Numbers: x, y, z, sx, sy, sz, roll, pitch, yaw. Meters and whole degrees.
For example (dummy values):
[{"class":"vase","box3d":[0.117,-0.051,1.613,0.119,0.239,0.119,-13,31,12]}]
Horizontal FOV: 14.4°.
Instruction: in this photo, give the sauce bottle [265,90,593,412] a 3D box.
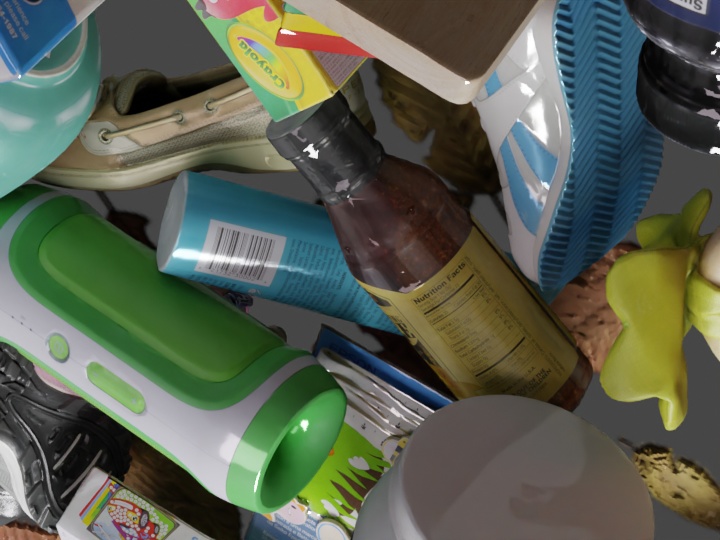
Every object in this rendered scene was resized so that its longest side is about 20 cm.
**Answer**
[{"class":"sauce bottle","box3d":[0.031,-0.005,1.353,0.066,0.066,0.200,-22,116,42]}]

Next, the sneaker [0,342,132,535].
[{"class":"sneaker","box3d":[-0.194,0.074,1.553,0.079,0.074,0.200,31,166,43]}]

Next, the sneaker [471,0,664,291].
[{"class":"sneaker","box3d":[0.088,-0.078,1.314,0.081,0.076,0.201,37,146,36]}]

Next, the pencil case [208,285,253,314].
[{"class":"pencil case","box3d":[-0.158,0.007,1.526,0.199,0.083,0.087,26,127,14]}]

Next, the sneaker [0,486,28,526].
[{"class":"sneaker","box3d":[-0.266,0.081,1.657,0.199,0.077,0.112,21,124,8]}]

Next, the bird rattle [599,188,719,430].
[{"class":"bird rattle","box3d":[0.210,-0.001,1.298,0.200,0.113,0.163,-35,114,32]}]

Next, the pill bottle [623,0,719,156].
[{"class":"pill bottle","box3d":[0.164,-0.152,1.161,0.111,0.112,0.201,18,129,20]}]

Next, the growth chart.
[{"class":"growth chart","box3d":[0.013,0.110,1.454,0.199,0.018,0.145,27,134,14]}]

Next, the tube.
[{"class":"tube","box3d":[0.000,0.000,1.406,0.199,0.051,0.078,15,142,-14]}]

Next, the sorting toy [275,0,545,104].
[{"class":"sorting toy","box3d":[0.004,-0.173,1.198,0.198,0.200,0.070,31,146,7]}]

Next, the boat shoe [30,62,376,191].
[{"class":"boat shoe","box3d":[-0.088,-0.083,1.420,0.199,0.073,0.064,-1,115,31]}]

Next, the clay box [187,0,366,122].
[{"class":"clay box","box3d":[-0.055,-0.182,1.283,0.047,0.115,0.200,-22,110,44]}]

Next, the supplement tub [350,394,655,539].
[{"class":"supplement tub","box3d":[0.053,0.171,1.361,0.140,0.140,0.201,29,135,10]}]

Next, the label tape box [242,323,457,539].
[{"class":"label tape box","box3d":[0.028,0.113,1.503,0.144,0.063,0.201,30,133,9]}]

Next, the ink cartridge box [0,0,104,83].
[{"class":"ink cartridge box","box3d":[-0.158,-0.193,1.281,0.084,0.200,0.147,-9,119,40]}]

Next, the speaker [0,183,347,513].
[{"class":"speaker","box3d":[-0.105,0.037,1.412,0.199,0.088,0.089,33,137,21]}]

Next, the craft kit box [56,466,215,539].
[{"class":"craft kit box","box3d":[-0.070,0.202,1.594,0.197,0.049,0.200,32,162,12]}]

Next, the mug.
[{"class":"mug","box3d":[-0.207,-0.124,1.373,0.114,0.152,0.186,-27,88,38]}]
